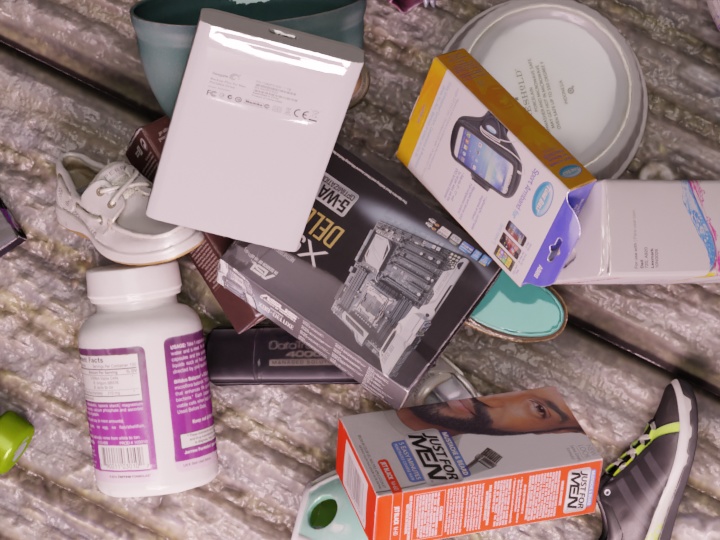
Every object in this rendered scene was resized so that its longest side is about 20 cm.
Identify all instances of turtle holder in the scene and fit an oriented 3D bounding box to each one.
[{"bbox_3d":[0.001,0.258,1.543,0.131,0.141,0.186,14,88,1],"label":"turtle holder"}]

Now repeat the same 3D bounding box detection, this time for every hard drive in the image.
[{"bbox_3d":[-0.088,-0.109,1.414,0.132,0.026,0.200,13,130,-10],"label":"hard drive"}]

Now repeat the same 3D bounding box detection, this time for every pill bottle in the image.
[{"bbox_3d":[-0.192,0.093,1.561,0.112,0.112,0.200,-6,95,1],"label":"pill bottle"}]

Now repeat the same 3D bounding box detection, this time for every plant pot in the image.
[{"bbox_3d":[-0.090,-0.164,1.493,0.200,0.200,0.134,-4,109,1],"label":"plant pot"}]

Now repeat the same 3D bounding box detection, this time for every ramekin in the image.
[{"bbox_3d":[0.164,-0.156,1.585,0.202,0.094,0.203,0,87,1],"label":"ramekin"}]

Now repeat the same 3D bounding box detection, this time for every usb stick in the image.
[{"bbox_3d":[-0.049,0.076,1.580,0.200,0.033,0.056,-2,76,21],"label":"usb stick"}]

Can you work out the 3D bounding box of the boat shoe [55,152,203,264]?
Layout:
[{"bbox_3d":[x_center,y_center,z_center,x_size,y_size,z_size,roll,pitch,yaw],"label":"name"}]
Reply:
[{"bbox_3d":[-0.213,-0.060,1.537,0.071,0.200,0.069,-29,122,-32],"label":"boat shoe"}]

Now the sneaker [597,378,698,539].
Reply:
[{"bbox_3d":[0.247,0.190,1.576,0.083,0.072,0.200,15,87,3],"label":"sneaker"}]

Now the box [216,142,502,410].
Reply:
[{"bbox_3d":[0.000,0.000,1.520,0.200,0.050,0.158,36,64,8],"label":"box"}]

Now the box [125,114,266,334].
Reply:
[{"bbox_3d":[-0.115,-0.056,1.584,0.100,0.075,0.200,-30,85,-25],"label":"box"}]

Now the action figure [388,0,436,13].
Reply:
[{"bbox_3d":[0.003,-0.318,1.571,0.134,0.149,0.200,-45,55,-10],"label":"action figure"}]

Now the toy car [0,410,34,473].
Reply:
[{"bbox_3d":[-0.402,0.149,1.529,0.164,0.200,0.158,33,88,3],"label":"toy car"}]

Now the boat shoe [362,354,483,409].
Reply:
[{"bbox_3d":[0.059,0.103,1.586,0.200,0.069,0.071,36,88,3],"label":"boat shoe"}]

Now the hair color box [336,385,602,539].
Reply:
[{"bbox_3d":[0.090,0.164,1.484,0.200,0.111,0.064,-7,123,-17],"label":"hair color box"}]

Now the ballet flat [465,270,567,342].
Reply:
[{"bbox_3d":[0.090,0.017,1.592,0.200,0.065,0.071,19,82,0],"label":"ballet flat"}]

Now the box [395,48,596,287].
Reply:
[{"bbox_3d":[0.119,-0.081,1.495,0.041,0.119,0.200,-24,60,-38],"label":"box"}]

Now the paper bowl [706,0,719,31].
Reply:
[{"bbox_3d":[0.409,-0.269,1.580,0.200,0.104,0.201,0,87,2],"label":"paper bowl"}]

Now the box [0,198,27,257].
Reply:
[{"bbox_3d":[-0.425,-0.071,1.624,0.143,0.036,0.200,-35,85,-1],"label":"box"}]

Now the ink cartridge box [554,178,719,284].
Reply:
[{"bbox_3d":[0.265,-0.032,1.520,0.200,0.145,0.084,0,87,-20],"label":"ink cartridge box"}]

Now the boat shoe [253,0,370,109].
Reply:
[{"bbox_3d":[-0.069,-0.231,1.607,0.200,0.069,0.074,42,89,3],"label":"boat shoe"}]
